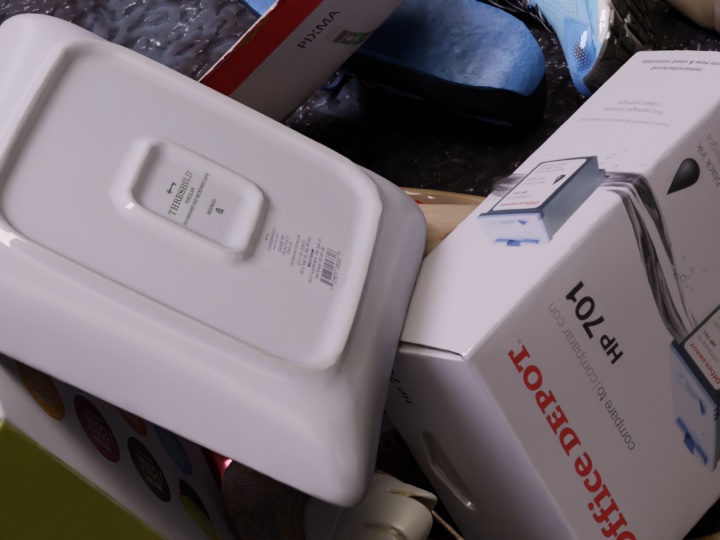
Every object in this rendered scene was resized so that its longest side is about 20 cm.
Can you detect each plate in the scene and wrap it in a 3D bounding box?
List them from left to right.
[{"bbox_3d":[-0.068,-0.018,0.865,0.200,0.032,0.200,26,34,-7],"label":"plate"}]

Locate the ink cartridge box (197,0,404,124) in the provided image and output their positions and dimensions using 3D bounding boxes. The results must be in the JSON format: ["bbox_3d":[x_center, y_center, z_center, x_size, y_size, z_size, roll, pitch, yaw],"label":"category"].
[{"bbox_3d":[-0.052,-0.082,1.058,0.161,0.050,0.200,-43,7,23],"label":"ink cartridge box"}]

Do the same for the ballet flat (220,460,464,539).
[{"bbox_3d":[0.030,0.127,0.911,0.200,0.067,0.068,37,57,9],"label":"ballet flat"}]

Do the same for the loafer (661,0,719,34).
[{"bbox_3d":[0.209,-0.210,1.209,0.067,0.076,0.200,16,54,17],"label":"loafer"}]

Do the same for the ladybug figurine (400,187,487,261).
[{"bbox_3d":[0.000,0.000,1.025,0.200,0.072,0.136,0,8,-43],"label":"ladybug figurine"}]

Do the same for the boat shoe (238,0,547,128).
[{"bbox_3d":[0.008,-0.120,1.183,0.200,0.069,0.084,35,76,29],"label":"boat shoe"}]

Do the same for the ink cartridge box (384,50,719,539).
[{"bbox_3d":[0.114,0.023,0.965,0.200,0.147,0.086,-45,28,-25],"label":"ink cartridge box"}]

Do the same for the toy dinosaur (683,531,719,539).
[{"bbox_3d":[0.220,0.091,0.968,0.200,0.058,0.101,-36,34,-7],"label":"toy dinosaur"}]

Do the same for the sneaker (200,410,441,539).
[{"bbox_3d":[-0.032,0.068,1.019,0.200,0.071,0.113,-23,52,-5],"label":"sneaker"}]

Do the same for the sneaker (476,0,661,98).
[{"bbox_3d":[0.096,-0.152,1.200,0.090,0.078,0.200,-29,43,10],"label":"sneaker"}]

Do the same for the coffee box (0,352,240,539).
[{"bbox_3d":[-0.192,0.083,0.914,0.200,0.200,0.198,-34,51,8],"label":"coffee box"}]
